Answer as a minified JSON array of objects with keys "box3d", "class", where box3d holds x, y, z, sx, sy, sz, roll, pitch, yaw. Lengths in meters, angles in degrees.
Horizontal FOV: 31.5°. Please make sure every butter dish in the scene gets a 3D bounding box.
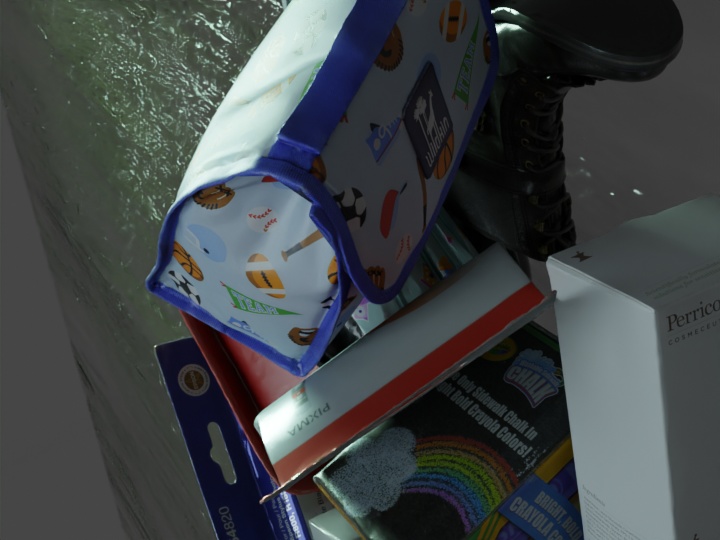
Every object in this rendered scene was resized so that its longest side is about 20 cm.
[{"box3d":[-0.005,0.035,0.943,0.201,0.198,0.148,59,137,19],"class":"butter dish"}]

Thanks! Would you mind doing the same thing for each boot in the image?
[{"box3d":[0.101,-0.080,0.701,0.199,0.069,0.175,29,142,47],"class":"boot"}]

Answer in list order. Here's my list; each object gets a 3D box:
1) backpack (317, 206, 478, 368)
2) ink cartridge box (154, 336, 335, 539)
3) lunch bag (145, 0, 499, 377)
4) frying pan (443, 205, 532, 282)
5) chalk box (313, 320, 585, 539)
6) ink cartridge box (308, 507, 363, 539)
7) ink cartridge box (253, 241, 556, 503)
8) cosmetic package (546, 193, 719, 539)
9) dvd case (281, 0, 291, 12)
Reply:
[{"box3d":[0.000,0.000,0.808,0.201,0.126,0.167,52,173,7],"class":"backpack"},{"box3d":[-0.040,0.121,1.009,0.041,0.199,0.201,-44,63,53],"class":"ink cartridge box"},{"box3d":[-0.014,-0.062,0.632,0.123,0.171,0.200,27,154,-1],"class":"lunch bag"},{"box3d":[0.078,-0.034,0.845,0.115,0.031,0.192,30,127,53],"class":"frying pan"},{"box3d":[0.099,0.115,0.732,0.124,0.200,0.125,54,171,-34],"class":"chalk box"},{"box3d":[0.038,0.220,0.945,0.067,0.199,0.117,18,125,64],"class":"ink cartridge box"},{"box3d":[0.016,0.045,0.640,0.050,0.162,0.200,55,-178,8],"class":"ink cartridge box"},{"box3d":[0.165,0.077,0.628,0.085,0.107,0.202,33,140,57],"class":"cosmetic package"},{"box3d":[-0.029,-0.232,0.941,0.150,0.025,0.202,32,137,59],"class":"dvd case"}]
